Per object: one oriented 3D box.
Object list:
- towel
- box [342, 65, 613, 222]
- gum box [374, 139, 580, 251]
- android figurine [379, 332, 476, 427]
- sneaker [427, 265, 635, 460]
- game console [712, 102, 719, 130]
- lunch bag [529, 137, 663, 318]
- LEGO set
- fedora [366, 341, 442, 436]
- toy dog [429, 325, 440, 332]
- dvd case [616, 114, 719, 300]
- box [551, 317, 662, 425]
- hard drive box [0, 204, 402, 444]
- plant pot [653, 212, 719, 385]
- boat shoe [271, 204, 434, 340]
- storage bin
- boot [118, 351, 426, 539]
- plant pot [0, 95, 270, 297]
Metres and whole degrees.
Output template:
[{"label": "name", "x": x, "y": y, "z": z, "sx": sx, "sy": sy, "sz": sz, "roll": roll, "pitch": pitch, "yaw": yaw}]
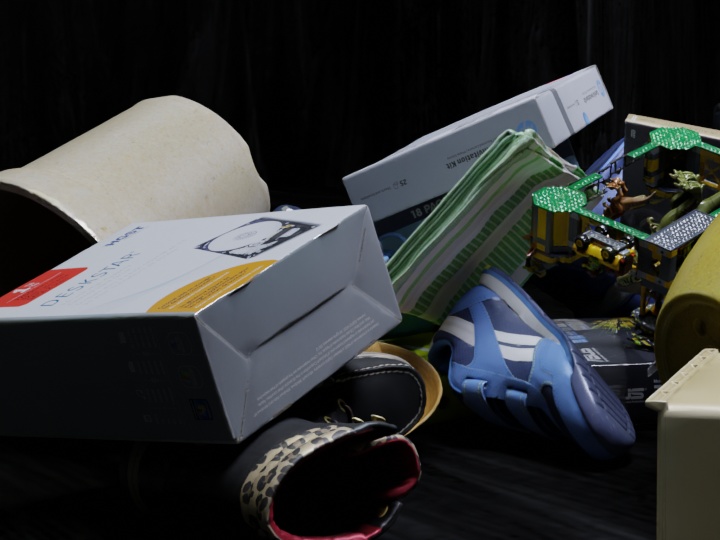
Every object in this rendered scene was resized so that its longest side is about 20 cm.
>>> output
[{"label": "towel", "x": 0.090, "y": -0.021, "z": 1.395, "sx": 0.023, "sy": 0.153, "sz": 0.200, "roll": 45, "pitch": 9, "yaw": 20}, {"label": "box", "x": 0.089, "y": -0.094, "z": 1.501, "sx": 0.155, "sy": 0.041, "sz": 0.200, "roll": -22, "pitch": 5, "yaw": 21}, {"label": "gum box", "x": 0.086, "y": -0.056, "z": 1.615, "sx": 0.169, "sy": 0.045, "sz": 0.200, "roll": -22, "pitch": 3, "yaw": 3}, {"label": "android figurine", "x": 0.020, "y": 0.078, "z": 1.466, "sx": 0.199, "sy": 0.041, "sz": 0.181, "roll": -9, "pitch": 9, "yaw": -34}, {"label": "sneaker", "x": 0.109, "y": 0.075, "z": 1.329, "sx": 0.082, "sy": 0.074, "sz": 0.200, "roll": -41, "pitch": 32, "yaw": -1}, {"label": "game console", "x": 0.351, "y": -0.037, "z": 1.675, "sx": 0.116, "sy": 0.202, "sz": 0.175, "roll": 5, "pitch": 8, "yaw": 38}, {"label": "lunch bag", "x": 0.220, "y": -0.022, "z": 1.645, "sx": 0.136, "sy": 0.132, "sz": 0.200, "roll": -46, "pitch": 0, "yaw": -10}, {"label": "LEGO set", "x": 0.205, "y": -0.004, "z": 1.387, "sx": 0.153, "sy": 0.117, "sz": 0.200, "roll": 19, "pitch": 34, "yaw": 31}, {"label": "fedora", "x": -0.044, "y": 0.060, "z": 1.308, "sx": 0.199, "sy": 0.083, "sz": 0.201, "roll": -5, "pitch": 20, "yaw": 2}, {"label": "toy dog", "x": 0.031, "y": 0.047, "z": 1.639, "sx": 0.198, "sy": 0.097, "sz": 0.132, "roll": 14, "pitch": 6, "yaw": 9}, {"label": "dvd case", "x": 0.283, "y": -0.028, "z": 1.480, "sx": 0.198, "sy": 0.150, "sz": 0.016, "roll": 12, "pitch": 37, "yaw": 20}, {"label": "box", "x": 0.217, "y": 0.069, "z": 1.465, "sx": 0.160, "sy": 0.050, "sz": 0.200, "roll": -4, "pitch": 8, "yaw": -4}, {"label": "hard drive box", "x": -0.103, "y": 0.031, "z": 1.177, "sx": 0.199, "sy": 0.077, "sz": 0.156, "roll": -4, "pitch": 21, "yaw": 41}, {"label": "plant pot", "x": 0.257, "y": 0.036, "z": 1.211, "sx": 0.141, "sy": 0.202, "sz": 0.199, "roll": -22, "pitch": 16, "yaw": -30}, {"label": "boat shoe", "x": 0.000, "y": 0.000, "z": 1.433, "sx": 0.084, "sy": 0.069, "sz": 0.200, "roll": -15, "pitch": -20, "yaw": 17}, {"label": "storage bin", "x": 0.255, "y": 0.097, "z": 1.021, "sx": 0.198, "sy": 0.095, "sz": 0.198, "roll": 0, "pitch": 6, "yaw": 19}, {"label": "boot", "x": -0.017, "y": 0.100, "z": 1.138, "sx": 0.199, "sy": 0.074, "sz": 0.150, "roll": -12, "pitch": 11, "yaw": -32}, {"label": "plant pot", "x": -0.165, "y": -0.022, "z": 1.415, "sx": 0.199, "sy": 0.202, "sz": 0.184, "roll": 3, "pitch": 35, "yaw": 37}]
